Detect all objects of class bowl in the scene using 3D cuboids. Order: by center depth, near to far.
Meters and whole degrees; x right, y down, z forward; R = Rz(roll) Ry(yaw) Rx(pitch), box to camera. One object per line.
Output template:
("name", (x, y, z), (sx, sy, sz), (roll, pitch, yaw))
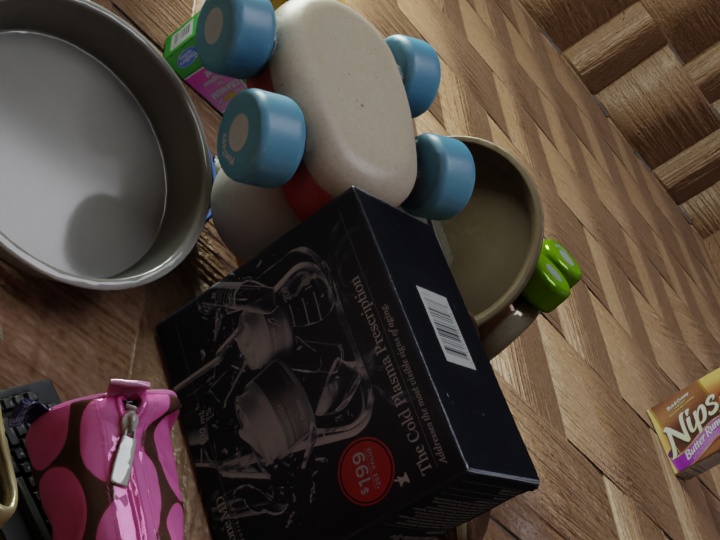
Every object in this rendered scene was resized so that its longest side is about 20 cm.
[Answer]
("bowl", (-0.181, -0.102, 0.817), (0.201, 0.039, 0.201), (45, 25, -28))

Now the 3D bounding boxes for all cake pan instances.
("cake pan", (-0.183, -0.079, 0.700), (0.199, 0.037, 0.202), (23, 56, -39))

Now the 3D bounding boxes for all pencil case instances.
("pencil case", (-0.107, 0.156, 0.523), (0.090, 0.094, 0.202), (1, 64, -39))

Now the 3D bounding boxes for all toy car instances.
("toy car", (-0.055, -0.079, 0.821), (0.183, 0.200, 0.178), (8, 55, -38))
("toy car", (0.092, -0.008, 1.119), (0.200, 0.164, 0.158), (49, 21, 5))

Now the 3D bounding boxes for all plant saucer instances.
("plant saucer", (0.081, -0.031, 1.058), (0.029, 0.199, 0.201), (33, 31, -60))

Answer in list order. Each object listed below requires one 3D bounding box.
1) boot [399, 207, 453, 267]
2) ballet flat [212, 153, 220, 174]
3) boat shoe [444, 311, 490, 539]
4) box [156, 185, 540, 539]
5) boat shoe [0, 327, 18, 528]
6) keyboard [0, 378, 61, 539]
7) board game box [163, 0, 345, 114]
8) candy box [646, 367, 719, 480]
("boot", (0.001, -0.001, 0.933), (0.200, 0.072, 0.183), (-50, 119, -40))
("ballet flat", (-0.046, -0.049, 0.990), (0.200, 0.072, 0.072), (43, 26, -30))
("boat shoe", (0.071, 0.139, 0.981), (0.075, 0.074, 0.204), (29, 57, -62))
("box", (-0.015, 0.085, 0.724), (0.104, 0.182, 0.201), (21, 40, -53))
("boat shoe", (-0.203, 0.038, 0.534), (0.071, 0.076, 0.201), (13, 48, -60))
("keyboard", (-0.134, 0.150, 0.602), (0.201, 0.021, 0.127), (62, 23, 9))
("board game box", (-0.058, -0.183, 1.031), (0.200, 0.152, 0.041), (40, 28, -34))
("candy box", (0.550, 0.220, 1.696), (0.056, 0.199, 0.117), (26, 37, -45))
